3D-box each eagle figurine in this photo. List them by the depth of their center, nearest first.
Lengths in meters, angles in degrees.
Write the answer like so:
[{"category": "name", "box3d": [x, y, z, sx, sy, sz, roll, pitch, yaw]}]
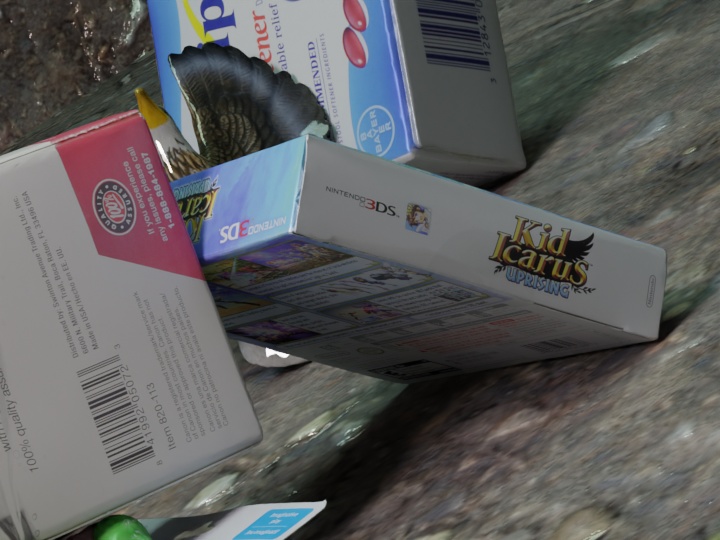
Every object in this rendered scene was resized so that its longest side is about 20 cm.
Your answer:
[{"category": "eagle figurine", "box3d": [-0.088, -0.038, 1.528, 0.151, 0.152, 0.200, 3, 11, -7]}]

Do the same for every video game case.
[{"category": "video game case", "box3d": [0.000, 0.000, 1.200, 0.200, 0.180, 0.046, -14, 65, 57]}]

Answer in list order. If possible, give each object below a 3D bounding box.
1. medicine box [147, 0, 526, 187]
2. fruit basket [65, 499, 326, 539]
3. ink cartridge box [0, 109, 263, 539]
[{"category": "medicine box", "box3d": [-0.019, -0.122, 1.656, 0.199, 0.183, 0.103, -21, -16, 41]}, {"category": "fruit basket", "box3d": [-0.132, 0.142, 1.097, 0.200, 0.094, 0.185, -40, 14, -28]}, {"category": "ink cartridge box", "box3d": [-0.158, 0.039, 1.106, 0.199, 0.147, 0.083, -22, 4, -32]}]
